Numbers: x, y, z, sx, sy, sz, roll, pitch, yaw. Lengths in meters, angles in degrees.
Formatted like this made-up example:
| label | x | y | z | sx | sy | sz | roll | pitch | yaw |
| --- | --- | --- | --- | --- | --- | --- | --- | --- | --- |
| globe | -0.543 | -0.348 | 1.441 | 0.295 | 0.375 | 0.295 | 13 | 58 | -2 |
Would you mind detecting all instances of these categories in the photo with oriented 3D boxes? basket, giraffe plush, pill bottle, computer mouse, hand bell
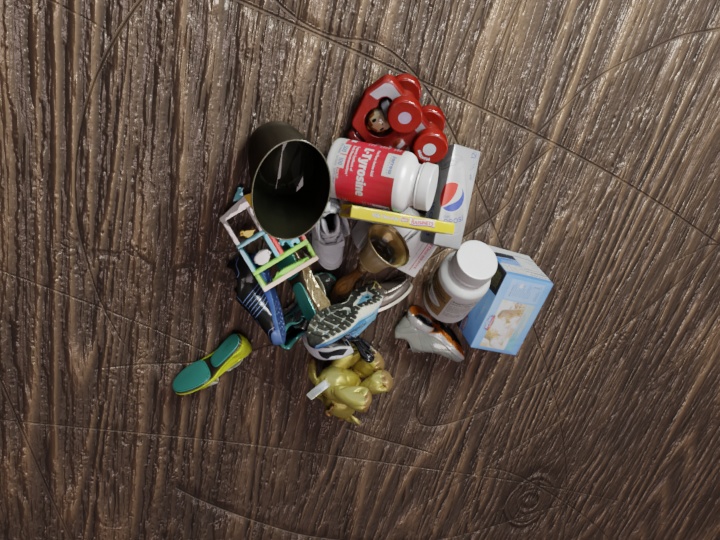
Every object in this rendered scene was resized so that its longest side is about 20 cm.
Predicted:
| label | x | y | z | sx | sy | sz | roll | pitch | yaw |
| --- | --- | --- | --- | --- | --- | --- | --- | --- | --- |
| basket | -0.138 | -0.183 | 1.172 | 0.134 | 0.201 | 0.183 | 4 | 120 | -18 |
| giraffe plush | -0.033 | 0.282 | 1.522 | 0.197 | 0.174 | 0.163 | -20 | 146 | -15 |
| pill bottle | 0.039 | -0.173 | 1.213 | 0.197 | 0.112 | 0.114 | 14 | 121 | 14 |
| computer mouse | -0.056 | 0.164 | 1.417 | 0.198 | 0.110 | 0.044 | 8 | 118 | -48 |
| pill bottle | 0.214 | 0.023 | 1.397 | 0.112 | 0.116 | 0.201 | -2 | 154 | -14 |
| hand bell | 0.000 | 0.000 | 1.332 | 0.103 | 0.105 | 0.200 | 24 | 135 | -26 |

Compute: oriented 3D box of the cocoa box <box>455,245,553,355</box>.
| label | x | y | z | sx | sy | sz | roll | pitch | yaw |
| --- | --- | --- | --- | --- | --- | --- | --- | --- | --- |
| cocoa box | 0.319 | 0.069 | 1.493 | 0.131 | 0.132 | 0.202 | 11 | 116 | -21 |

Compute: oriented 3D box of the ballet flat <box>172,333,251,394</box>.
| label | x | y | z | sx | sy | sz | roll | pitch | yaw |
| --- | --- | --- | --- | --- | --- | --- | --- | --- | --- |
| ballet flat | -0.321 | 0.216 | 1.446 | 0.199 | 0.067 | 0.067 | -38 | 144 | 6 |

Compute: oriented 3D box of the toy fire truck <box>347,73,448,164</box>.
| label | x | y | z | sx | sy | sz | roll | pitch | yaw |
| --- | --- | --- | --- | --- | --- | --- | --- | --- | --- |
| toy fire truck | 0.066 | -0.263 | 1.248 | 0.167 | 0.113 | 0.200 | -30 | 124 | 26 |

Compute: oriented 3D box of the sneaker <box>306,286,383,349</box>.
| label | x | y | z | sx | sy | sz | roll | pitch | yaw |
| --- | --- | --- | --- | --- | --- | --- | --- | --- | --- |
| sneaker | -0.027 | 0.114 | 1.337 | 0.199 | 0.078 | 0.091 | -28 | 135 | -37 |

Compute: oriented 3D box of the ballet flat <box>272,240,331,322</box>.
| label | x | y | z | sx | sy | sz | roll | pitch | yaw |
| --- | --- | --- | --- | --- | --- | --- | --- | --- | --- |
| ballet flat | -0.120 | 0.011 | 1.355 | 0.065 | 0.070 | 0.202 | -24 | 91 | -45 |

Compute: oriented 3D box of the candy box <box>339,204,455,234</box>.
| label | x | y | z | sx | sy | sz | roll | pitch | yaw |
| --- | --- | --- | --- | --- | --- | --- | --- | --- | --- |
| candy box | 0.066 | -0.094 | 1.211 | 0.197 | 0.102 | 0.027 | 9 | 91 | -14 |

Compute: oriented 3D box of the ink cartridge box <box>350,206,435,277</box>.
| label | x | y | z | sx | sy | sz | roll | pitch | yaw |
| --- | --- | --- | --- | --- | --- | --- | --- | --- | --- |
| ink cartridge box | 0.093 | -0.068 | 1.386 | 0.198 | 0.067 | 0.116 | 26 | 110 | -27 |

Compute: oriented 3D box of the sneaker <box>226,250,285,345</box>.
| label | x | y | z | sx | sy | sz | roll | pitch | yaw |
| --- | --- | --- | --- | --- | --- | --- | --- | --- | --- |
| sneaker | -0.214 | 0.064 | 1.353 | 0.077 | 0.070 | 0.203 | -16 | 95 | 7 |

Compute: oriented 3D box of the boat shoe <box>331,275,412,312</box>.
| label | x | y | z | sx | sy | sz | roll | pitch | yaw |
| --- | --- | --- | --- | --- | --- | --- | --- | --- | --- |
| boat shoe | 0.022 | 0.060 | 1.441 | 0.198 | 0.072 | 0.060 | -28 | 108 | -7 |

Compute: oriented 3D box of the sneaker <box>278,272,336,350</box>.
| label | x | y | z | sx | sy | sz | roll | pitch | yaw |
| --- | --- | --- | --- | --- | --- | --- | --- | --- | --- |
| sneaker | -0.117 | 0.094 | 1.409 | 0.077 | 0.092 | 0.200 | 33 | 107 | -30 |

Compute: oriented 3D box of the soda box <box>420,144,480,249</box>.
| label | x | y | z | sx | sy | sz | roll | pitch | yaw |
| --- | --- | --- | --- | --- | --- | --- | --- | --- | --- |
| soda box | 0.181 | -0.148 | 1.319 | 0.063 | 0.068 | 0.203 | 11 | 93 | -21 |

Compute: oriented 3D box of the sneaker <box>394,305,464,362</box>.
| label | x | y | z | sx | sy | sz | roll | pitch | yaw |
| --- | --- | --- | --- | --- | --- | --- | --- | --- | --- |
| sneaker | 0.161 | 0.166 | 1.551 | 0.199 | 0.076 | 0.092 | 37 | 113 | -22 |

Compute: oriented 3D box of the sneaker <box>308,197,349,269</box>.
| label | x | y | z | sx | sy | sz | roll | pitch | yaw |
| --- | --- | --- | --- | --- | --- | --- | --- | --- | --- |
| sneaker | -0.064 | -0.071 | 1.311 | 0.074 | 0.115 | 0.203 | -11 | 122 | -8 |

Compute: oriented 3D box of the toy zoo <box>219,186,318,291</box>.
| label | x | y | z | sx | sy | sz | roll | pitch | yaw |
| --- | --- | --- | --- | --- | --- | --- | --- | --- | --- |
| toy zoo | -0.186 | -0.076 | 1.287 | 0.130 | 0.020 | 0.202 | -30 | 102 | 0 |
